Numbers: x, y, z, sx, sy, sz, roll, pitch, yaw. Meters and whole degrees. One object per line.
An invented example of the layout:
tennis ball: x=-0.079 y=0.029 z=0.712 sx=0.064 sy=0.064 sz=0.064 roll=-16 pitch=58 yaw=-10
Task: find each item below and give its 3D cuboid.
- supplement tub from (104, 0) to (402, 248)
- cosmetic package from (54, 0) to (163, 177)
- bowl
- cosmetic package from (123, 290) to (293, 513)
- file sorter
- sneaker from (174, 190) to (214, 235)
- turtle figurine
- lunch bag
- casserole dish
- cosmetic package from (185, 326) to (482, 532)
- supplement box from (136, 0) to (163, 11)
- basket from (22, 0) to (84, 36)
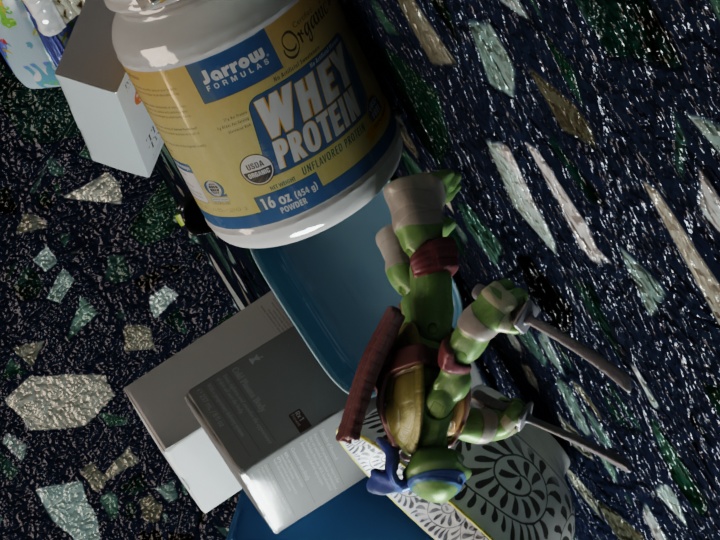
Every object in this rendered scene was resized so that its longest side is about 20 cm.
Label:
supplement tub: x=-0.072 y=-0.131 z=1.493 sx=0.201 sy=0.144 sz=0.145 roll=62 pitch=172 yaw=-26
cosmetic package: x=-0.143 y=-0.186 z=1.612 sx=0.051 sy=0.201 sz=0.151 roll=17 pitch=163 yaw=11
bowl: x=0.087 y=0.144 z=1.635 sx=0.200 sy=0.094 sz=0.201 roll=40 pitch=170 yaw=9
cosmetic package: x=-0.080 y=0.095 z=1.907 sx=0.085 sy=0.199 sz=0.108 roll=52 pitch=170 yaw=37
file sorter: x=0.019 y=0.191 z=1.827 sx=0.199 sy=0.140 sz=0.123 roll=6 pitch=151 yaw=21
sneaker: x=-0.072 y=-0.058 z=1.780 sx=0.200 sy=0.083 sz=0.072 roll=-19 pitch=103 yaw=52
turtle figurine: x=0.081 y=0.041 z=1.425 sx=0.144 sy=0.199 sz=0.195 roll=30 pitch=-138 yaw=-56
lunch bag: x=-0.260 y=-0.269 z=2.084 sx=0.082 sy=0.200 sz=0.161 roll=0 pitch=132 yaw=29
casserole dish: x=0.000 y=0.000 z=1.686 sx=0.201 sy=0.121 sz=0.039 roll=56 pitch=-165 yaw=16
cosmetic package: x=-0.016 y=0.094 z=1.758 sx=0.107 sy=0.199 sz=0.090 roll=48 pitch=170 yaw=45
supplement box: x=-0.122 y=-0.269 z=1.349 sx=0.201 sy=0.126 sz=0.074 roll=61 pitch=172 yaw=-8
basket: x=-0.253 y=-0.337 z=1.828 sx=0.200 sy=0.160 sz=0.199 roll=53 pitch=172 yaw=32
